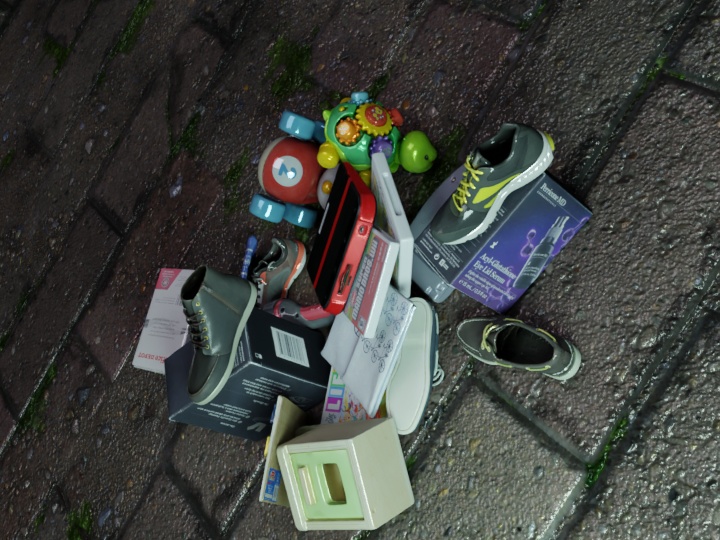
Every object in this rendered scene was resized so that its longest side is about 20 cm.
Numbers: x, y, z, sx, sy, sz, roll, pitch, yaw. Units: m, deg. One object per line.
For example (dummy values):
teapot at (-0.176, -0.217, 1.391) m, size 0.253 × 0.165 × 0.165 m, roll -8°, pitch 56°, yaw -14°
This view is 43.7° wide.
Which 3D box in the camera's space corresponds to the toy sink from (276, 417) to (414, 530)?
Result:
toy sink at (-0.042, 0.299, 1.312) m, size 0.199 × 0.112 × 0.132 m, roll -12°, pitch 92°, yaw 40°

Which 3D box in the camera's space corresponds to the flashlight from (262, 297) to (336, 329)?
flashlight at (-0.077, 0.065, 1.513) m, size 0.199 × 0.067 × 0.069 m, roll -17°, pitch 60°, yaw 38°

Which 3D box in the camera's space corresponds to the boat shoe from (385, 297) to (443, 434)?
boat shoe at (0.082, 0.143, 1.335) m, size 0.074 × 0.062 × 0.202 m, roll -5°, pitch 73°, yaw 30°

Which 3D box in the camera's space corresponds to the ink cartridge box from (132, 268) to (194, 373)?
ink cartridge box at (-0.342, 0.104, 1.725) m, size 0.146 × 0.083 × 0.202 m, roll 3°, pitch 74°, yaw 43°

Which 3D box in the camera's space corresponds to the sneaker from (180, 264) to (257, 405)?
sneaker at (-0.238, 0.094, 1.340) m, size 0.074 × 0.106 × 0.202 m, roll 11°, pitch 78°, yaw 45°

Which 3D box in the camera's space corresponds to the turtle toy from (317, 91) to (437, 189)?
turtle toy at (0.029, -0.216, 1.470) m, size 0.101 × 0.199 × 0.147 m, roll -50°, pitch 17°, yaw 54°

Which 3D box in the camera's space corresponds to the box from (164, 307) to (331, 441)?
box at (-0.182, 0.172, 1.470) m, size 0.199 × 0.196 × 0.118 m, roll -35°, pitch 51°, yaw 26°

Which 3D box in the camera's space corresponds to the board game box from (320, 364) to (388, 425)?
board game box at (0.006, 0.191, 1.405) m, size 0.134 × 0.034 × 0.202 m, roll -3°, pitch 70°, yaw 42°

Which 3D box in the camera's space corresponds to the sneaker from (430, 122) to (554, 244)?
sneaker at (0.154, -0.119, 1.162) m, size 0.200 × 0.084 × 0.075 m, roll -46°, pitch 48°, yaw 17°

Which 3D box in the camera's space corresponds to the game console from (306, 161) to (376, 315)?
game console at (-0.032, -0.050, 1.396) m, size 0.177 × 0.031 × 0.202 m, roll -116°, pitch 42°, yaw -61°

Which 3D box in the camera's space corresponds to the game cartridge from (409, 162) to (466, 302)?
game cartridge at (0.142, -0.065, 1.392) m, size 0.201 × 0.041 × 0.133 m, roll -53°, pitch 50°, yaw 12°

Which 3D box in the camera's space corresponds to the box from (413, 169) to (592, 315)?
box at (0.200, -0.059, 1.257) m, size 0.200 × 0.147 × 0.104 m, roll -51°, pitch 47°, yaw 14°

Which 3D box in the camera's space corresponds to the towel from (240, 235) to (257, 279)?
towel at (-0.213, 0.048, 1.620) m, size 0.145 × 0.024 × 0.202 m, roll 125°, pitch 155°, yaw -74°

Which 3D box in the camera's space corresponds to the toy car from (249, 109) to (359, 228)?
toy car at (-0.056, -0.147, 1.527) m, size 0.199 × 0.176 × 0.186 m, roll 27°, pitch 102°, yaw 33°

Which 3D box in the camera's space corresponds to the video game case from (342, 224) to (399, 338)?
video game case at (0.000, 0.000, 1.348) m, size 0.200 × 0.017 × 0.144 m, roll -136°, pitch 60°, yaw -65°

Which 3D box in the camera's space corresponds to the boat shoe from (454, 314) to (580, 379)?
boat shoe at (0.206, 0.098, 1.244) m, size 0.200 × 0.060 × 0.072 m, roll 12°, pitch 80°, yaw 44°

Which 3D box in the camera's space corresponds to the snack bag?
snack bag at (0.005, 0.091, 1.360) m, size 0.200 × 0.021 × 0.190 m, roll 45°, pitch 120°, yaw 54°

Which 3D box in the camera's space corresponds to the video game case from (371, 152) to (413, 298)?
video game case at (0.045, -0.046, 1.376) m, size 0.023 × 0.201 × 0.183 m, roll -10°, pitch 51°, yaw -8°

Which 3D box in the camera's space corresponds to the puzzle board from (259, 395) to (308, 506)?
puzzle board at (-0.119, 0.281, 1.380) m, size 0.017 × 0.200 × 0.152 m, roll 8°, pitch 75°, yaw 10°

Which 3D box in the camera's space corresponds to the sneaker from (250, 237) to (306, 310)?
sneaker at (-0.173, 0.029, 1.604) m, size 0.077 × 0.082 × 0.202 m, roll 19°, pitch 85°, yaw 45°
